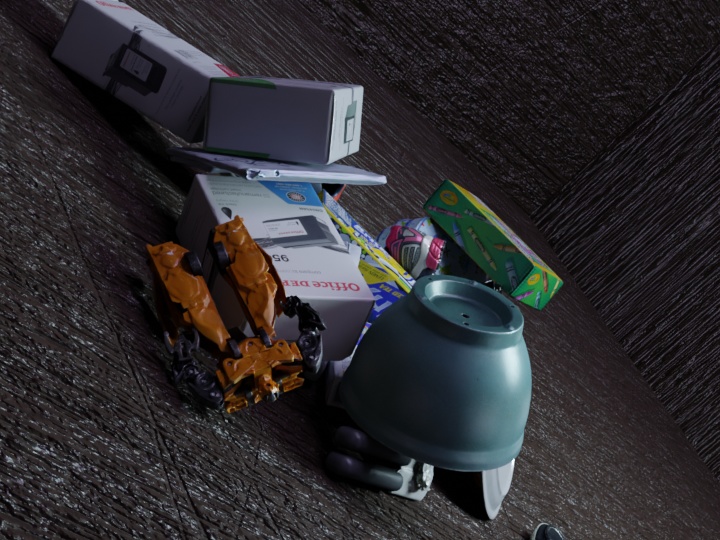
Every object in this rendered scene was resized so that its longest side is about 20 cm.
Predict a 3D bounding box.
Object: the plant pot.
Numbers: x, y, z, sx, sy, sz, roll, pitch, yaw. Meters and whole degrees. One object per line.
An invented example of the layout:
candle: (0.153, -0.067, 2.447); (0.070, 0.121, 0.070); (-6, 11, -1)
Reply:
plant pot: (0.091, 0.089, 1.300); (0.198, 0.136, 0.201); (15, 23, -6)

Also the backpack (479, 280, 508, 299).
backpack: (0.129, 0.107, 1.696); (0.127, 0.167, 0.200); (51, 20, 10)

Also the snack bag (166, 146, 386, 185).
snack bag: (-0.090, -0.111, 1.411); (0.187, 0.022, 0.199); (0, 11, -35)

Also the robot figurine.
robot figurine: (-0.116, 0.044, 1.162); (0.059, 0.143, 0.201); (92, -25, -52)

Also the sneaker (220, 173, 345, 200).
sneaker: (-0.093, -0.119, 1.563); (0.199, 0.085, 0.075); (19, 31, -54)

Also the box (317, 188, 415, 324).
box: (0.000, 0.000, 1.555); (0.200, 0.070, 0.064); (45, 15, -14)

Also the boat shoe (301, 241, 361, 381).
boat shoe: (-0.058, 0.031, 1.430); (0.085, 0.075, 0.203); (22, 47, -8)

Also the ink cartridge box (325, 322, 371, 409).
ink cartridge box: (0.056, 0.121, 1.451); (0.197, 0.044, 0.198); (15, 16, -6)

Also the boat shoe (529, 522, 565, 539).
boat shoe: (0.252, 0.363, 1.549); (0.075, 0.062, 0.200); (43, 13, -13)

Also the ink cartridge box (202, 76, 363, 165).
ink cartridge box: (-0.083, -0.176, 1.471); (0.144, 0.085, 0.200); (7, 10, 8)

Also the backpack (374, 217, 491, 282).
backpack: (0.099, 0.012, 1.882); (0.199, 0.164, 0.154); (35, -28, -6)

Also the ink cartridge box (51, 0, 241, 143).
ink cartridge box: (-0.246, -0.239, 1.522); (0.199, 0.084, 0.145); (32, 12, 5)

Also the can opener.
can opener: (0.021, 0.200, 1.326); (0.066, 0.053, 0.200); (15, -7, 31)

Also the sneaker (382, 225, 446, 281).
sneaker: (0.043, 0.007, 1.661); (0.074, 0.201, 0.081); (25, 50, -6)

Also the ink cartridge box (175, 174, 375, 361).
ink cartridge box: (-0.091, -0.005, 1.334); (0.143, 0.085, 0.201); (2, 39, -31)

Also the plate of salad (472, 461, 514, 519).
plate of salad: (0.158, 0.200, 1.560); (0.200, 0.047, 0.203); (2, 90, -73)

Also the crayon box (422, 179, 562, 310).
crayon box: (0.192, -0.037, 1.851); (0.200, 0.058, 0.118); (48, 13, 29)
